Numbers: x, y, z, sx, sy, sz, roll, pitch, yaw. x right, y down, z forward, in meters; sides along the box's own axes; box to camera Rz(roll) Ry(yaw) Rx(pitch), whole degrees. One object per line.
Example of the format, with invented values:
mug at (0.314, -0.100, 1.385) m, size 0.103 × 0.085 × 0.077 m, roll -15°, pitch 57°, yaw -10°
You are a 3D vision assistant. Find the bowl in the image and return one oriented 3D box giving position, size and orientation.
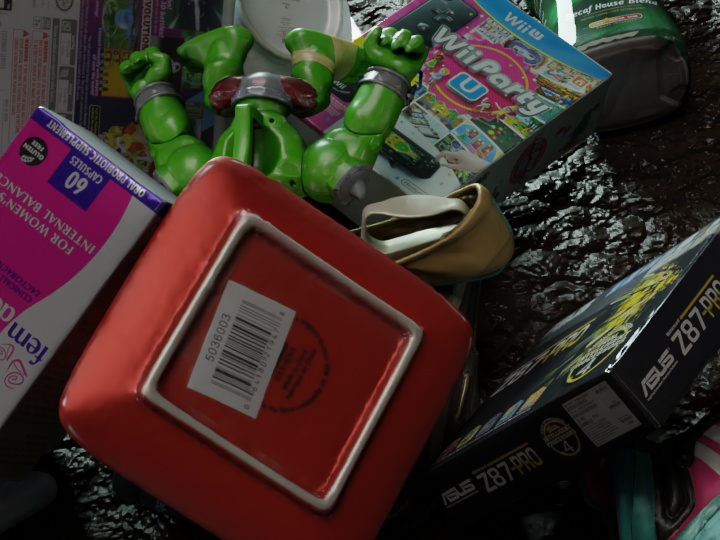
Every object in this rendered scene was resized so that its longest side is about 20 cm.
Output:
bowl at (-0.076, -0.181, 1.378) m, size 0.090 × 0.201 × 0.201 m, roll -21°, pitch 26°, yaw 50°

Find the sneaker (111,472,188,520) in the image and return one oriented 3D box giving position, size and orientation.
sneaker at (-0.085, 0.088, 1.270) m, size 0.079 × 0.076 × 0.200 m, roll 25°, pitch 51°, yaw 9°

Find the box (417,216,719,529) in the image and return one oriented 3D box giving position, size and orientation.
box at (0.138, 0.060, 1.129) m, size 0.161 × 0.049 × 0.200 m, roll -43°, pitch 3°, yaw -37°

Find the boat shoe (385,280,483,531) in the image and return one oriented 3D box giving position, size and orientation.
boat shoe at (0.037, 0.077, 1.226) m, size 0.074 × 0.073 × 0.201 m, roll -10°, pitch 46°, yaw 41°

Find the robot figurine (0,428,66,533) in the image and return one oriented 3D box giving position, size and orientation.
robot figurine at (-0.271, 0.097, 1.268) m, size 0.200 × 0.113 × 0.170 m, roll -33°, pitch 82°, yaw -19°

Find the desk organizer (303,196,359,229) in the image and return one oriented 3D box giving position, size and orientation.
desk organizer at (-0.005, -0.062, 1.396) m, size 0.200 × 0.072 × 0.077 m, roll -36°, pitch 47°, yaw -22°

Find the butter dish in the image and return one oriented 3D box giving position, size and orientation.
butter dish at (-0.068, 0.070, 1.149) m, size 0.201 × 0.199 × 0.148 m, roll -61°, pitch 12°, yaw -24°

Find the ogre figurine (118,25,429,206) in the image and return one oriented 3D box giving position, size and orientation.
ogre figurine at (-0.062, -0.095, 1.236) m, size 0.199 × 0.098 × 0.121 m, roll 7°, pitch 64°, yaw -2°

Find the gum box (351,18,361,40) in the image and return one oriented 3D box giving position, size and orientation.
gum box at (-0.073, -0.193, 1.565) m, size 0.113 × 0.066 × 0.200 m, roll -22°, pitch 42°, yaw -5°

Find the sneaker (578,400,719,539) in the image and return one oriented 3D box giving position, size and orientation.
sneaker at (0.190, 0.110, 1.139) m, size 0.120 × 0.084 × 0.201 m, roll 8°, pitch 47°, yaw 12°

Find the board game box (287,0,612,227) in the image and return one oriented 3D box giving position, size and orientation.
board game box at (0.054, -0.110, 1.345) m, size 0.147 × 0.064 × 0.200 m, roll 38°, pitch 53°, yaw 22°

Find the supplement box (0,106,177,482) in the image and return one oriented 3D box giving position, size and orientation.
supplement box at (-0.197, 0.018, 1.157) m, size 0.101 × 0.103 × 0.200 m, roll 36°, pitch 92°, yaw 12°

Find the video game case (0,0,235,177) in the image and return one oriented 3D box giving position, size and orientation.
video game case at (-0.178, -0.139, 1.303) m, size 0.181 × 0.201 × 0.023 m, roll 4°, pitch 17°, yaw -6°

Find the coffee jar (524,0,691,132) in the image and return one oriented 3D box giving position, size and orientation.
coffee jar at (0.181, -0.197, 1.476) m, size 0.104 × 0.086 × 0.201 m, roll -13°, pitch 40°, yaw 3°

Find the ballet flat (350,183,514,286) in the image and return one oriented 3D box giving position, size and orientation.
ballet flat at (-0.004, -0.012, 1.216) m, size 0.199 × 0.063 × 0.069 m, roll -15°, pitch 36°, yaw 5°
